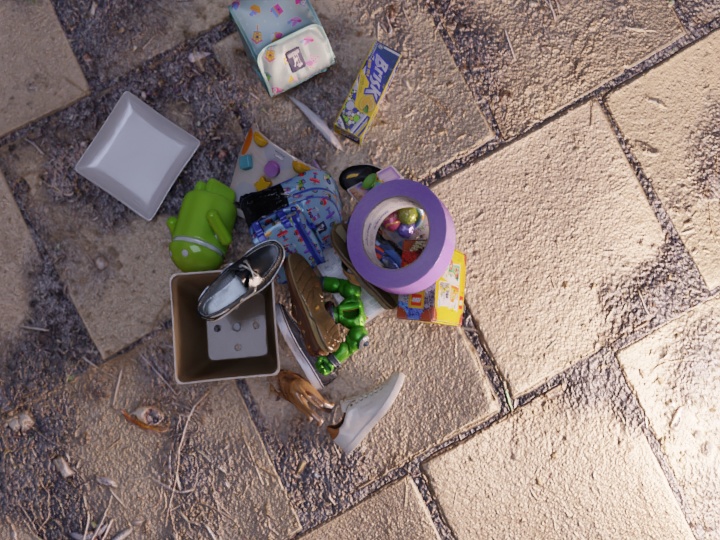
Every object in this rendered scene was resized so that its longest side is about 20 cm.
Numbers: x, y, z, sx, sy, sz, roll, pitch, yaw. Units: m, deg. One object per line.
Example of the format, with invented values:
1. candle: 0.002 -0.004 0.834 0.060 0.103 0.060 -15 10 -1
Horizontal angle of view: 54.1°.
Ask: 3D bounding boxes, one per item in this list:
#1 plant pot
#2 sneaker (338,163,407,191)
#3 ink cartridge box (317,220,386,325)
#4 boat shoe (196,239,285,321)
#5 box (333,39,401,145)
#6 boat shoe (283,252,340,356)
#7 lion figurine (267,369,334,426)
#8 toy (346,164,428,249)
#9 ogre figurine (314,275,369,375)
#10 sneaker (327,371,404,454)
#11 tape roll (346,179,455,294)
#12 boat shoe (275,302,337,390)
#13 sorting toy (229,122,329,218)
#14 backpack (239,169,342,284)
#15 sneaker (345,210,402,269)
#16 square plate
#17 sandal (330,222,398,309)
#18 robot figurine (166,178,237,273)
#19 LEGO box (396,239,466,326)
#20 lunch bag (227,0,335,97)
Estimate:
1. plant pot: -0.256 0.109 1.400 0.194 0.177 0.206 -5 85 -2
2. sneaker: 0.049 -0.168 1.470 0.195 0.090 0.072 16 108 -3
3. ink cartridge box: 0.000 0.000 1.496 0.160 0.050 0.202 -33 76 -3
4. boat shoe: -0.217 0.019 1.291 0.076 0.060 0.200 43 84 2
5. box: 0.015 -0.378 1.504 0.069 0.064 0.204 25 86 0
6. boat shoe: -0.107 0.068 1.346 0.067 0.071 0.205 -26 82 32
7. lion figurine: -0.119 0.241 1.395 0.123 0.200 0.072 48 66 -4
8. toy: 0.073 -0.112 1.422 0.113 0.048 0.200 -24 127 29
9. ogre figurine: -0.045 0.097 1.405 0.117 0.099 0.204 -14 48 10
10. sneaker: 0.009 0.275 1.453 0.084 0.073 0.201 41 87 -2
11. tape roll: 0.074 -0.062 1.308 0.195 0.065 0.206 -6 75 23
12. boat shoe: -0.114 0.147 1.458 0.067 0.072 0.203 -30 90 -2
13. sorting toy: -0.195 -0.176 1.478 0.197 0.107 0.183 32 104 0
14. backpack: -0.119 -0.094 1.412 0.196 0.185 0.136 -25 46 -4
15. sneaker: 0.037 -0.031 1.447 0.200 0.075 0.079 46 103 11
16. square plate: -0.468 -0.240 1.491 0.196 0.028 0.203 33 85 0
17. sandal: 0.000 0.000 1.396 0.202 0.054 0.080 52 40 -9
18. robot figurine: -0.318 -0.081 1.432 0.115 0.172 0.205 30 66 -44
19. LEGO box: 0.146 0.029 1.409 0.075 0.199 0.154 3 84 25
20. lunch bag: -0.163 -0.487 1.478 0.167 0.122 0.204 -28 96 -7
